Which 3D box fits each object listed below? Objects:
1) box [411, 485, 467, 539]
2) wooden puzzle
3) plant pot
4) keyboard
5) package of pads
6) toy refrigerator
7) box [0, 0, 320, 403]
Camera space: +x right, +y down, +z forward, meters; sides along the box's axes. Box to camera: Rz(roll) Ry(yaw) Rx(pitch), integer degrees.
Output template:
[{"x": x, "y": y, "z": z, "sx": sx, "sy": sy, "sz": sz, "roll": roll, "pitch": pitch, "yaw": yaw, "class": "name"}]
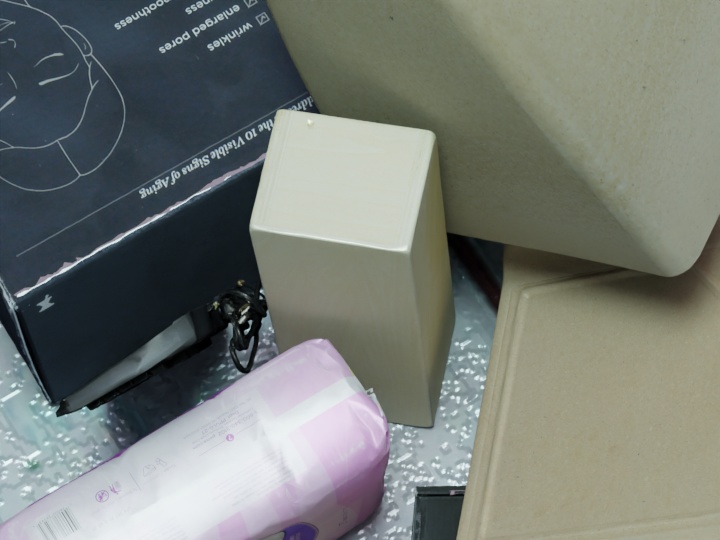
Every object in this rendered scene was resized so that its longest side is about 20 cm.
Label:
[{"x": 0.114, "y": 0.197, "z": 1.353, "sx": 0.192, "sy": 0.048, "sz": 0.201, "roll": -1, "pitch": 64, "yaw": 13, "class": "box"}, {"x": 0.136, "y": 0.062, "z": 1.349, "sx": 0.184, "sy": 0.037, "sz": 0.201, "roll": -11, "pitch": 58, "yaw": 35, "class": "wooden puzzle"}, {"x": 0.073, "y": -0.140, "z": 1.330, "sx": 0.199, "sy": 0.177, "sz": 0.201, "roll": 12, "pitch": 68, "yaw": 46, "class": "plant pot"}, {"x": -0.083, "y": 0.045, "z": 1.377, "sx": 0.104, "sy": 0.200, "sz": 0.040, "roll": -35, "pitch": 91, "yaw": 3, "class": "keyboard"}, {"x": -0.080, "y": 0.119, "z": 1.377, "sx": 0.199, "sy": 0.121, "sz": 0.076, "roll": -31, "pitch": 71, "yaw": -11, "class": "package of pads"}, {"x": 0.000, "y": 0.000, "z": 1.386, "sx": 0.075, "sy": 0.200, "sz": 0.070, "roll": 8, "pitch": 65, "yaw": 9, "class": "toy refrigerator"}, {"x": -0.127, "y": -0.078, "z": 1.477, "sx": 0.199, "sy": 0.124, "sz": 0.197, "roll": -29, "pitch": 64, "yaw": -10, "class": "box"}]
